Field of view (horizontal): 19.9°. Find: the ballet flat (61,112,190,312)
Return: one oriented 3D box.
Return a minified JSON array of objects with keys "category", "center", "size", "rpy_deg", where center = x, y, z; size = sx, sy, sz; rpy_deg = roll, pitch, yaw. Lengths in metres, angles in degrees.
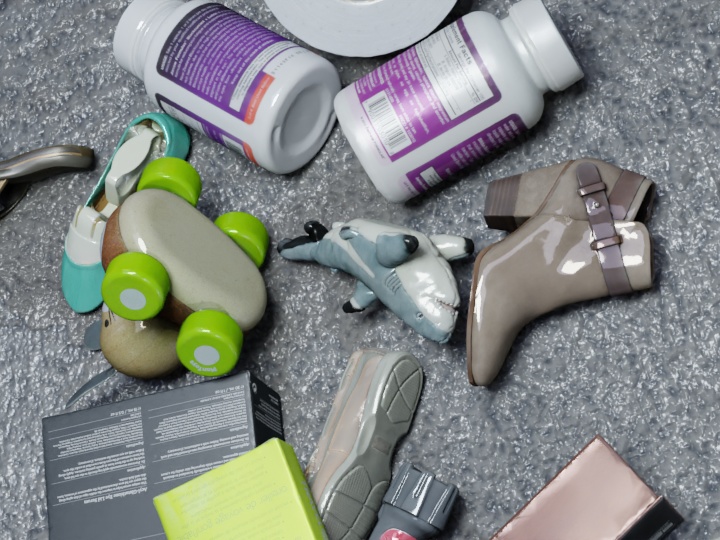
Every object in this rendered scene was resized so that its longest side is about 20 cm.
[{"category":"ballet flat","center":[-0.226,-0.060,1.871],"size":[0.067,0.070,0.201],"rpy_deg":[26,83,26]}]

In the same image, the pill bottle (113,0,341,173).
[{"category":"pill bottle","center":[-0.124,-0.177,1.850],"size":[0.199,0.111,0.112],"rpy_deg":[30,84,27]}]

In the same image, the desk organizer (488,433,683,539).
[{"category":"desk organizer","center":[0.151,0.231,1.622],"size":[0.200,0.072,0.077],"rpy_deg":[-44,60,2]}]

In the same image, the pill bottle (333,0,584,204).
[{"category":"pill bottle","center":[0.086,-0.151,1.759],"size":[0.199,0.112,0.113],"rpy_deg":[-30,64,9]}]

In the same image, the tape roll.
[{"category":"tape roll","center":[0.001,-0.292,1.808],"size":[0.198,0.066,0.202],"rpy_deg":[1,106,4]}]

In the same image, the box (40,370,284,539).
[{"category":"box","center":[-0.166,0.182,1.758],"size":[0.198,0.079,0.142],"rpy_deg":[-13,65,16]}]

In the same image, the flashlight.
[{"category":"flashlight","center":[0.019,0.258,1.668],"size":[0.067,0.068,0.201],"rpy_deg":[28,82,0]}]

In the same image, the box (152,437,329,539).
[{"category":"box","center":[-0.077,0.250,1.637],"size":[0.121,0.048,0.201],"rpy_deg":[-27,69,12]}]

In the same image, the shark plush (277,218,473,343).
[{"category":"shark plush","center":[0.000,0.000,1.741],"size":[0.199,0.091,0.084],"rpy_deg":[13,98,28]}]

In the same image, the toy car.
[{"category":"toy car","center":[-0.194,0.033,1.791],"size":[0.200,0.158,0.165],"rpy_deg":[-38,24,33]}]

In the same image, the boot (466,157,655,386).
[{"category":"boot","center":[0.170,0.002,1.700],"size":[0.145,0.070,0.202],"rpy_deg":[4,79,15]}]

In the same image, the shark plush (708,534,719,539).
[{"category":"shark plush","center":[0.314,0.233,1.583],"size":[0.199,0.091,0.084],"rpy_deg":[-23,84,-10]}]

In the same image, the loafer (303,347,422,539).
[{"category":"loafer","center":[-0.011,0.157,1.720],"size":[0.063,0.072,0.201],"rpy_deg":[10,68,41]}]

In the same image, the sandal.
[{"category":"sandal","center":[-0.340,-0.074,1.930],"size":[0.198,0.082,0.055],"rpy_deg":[-12,89,10]}]
